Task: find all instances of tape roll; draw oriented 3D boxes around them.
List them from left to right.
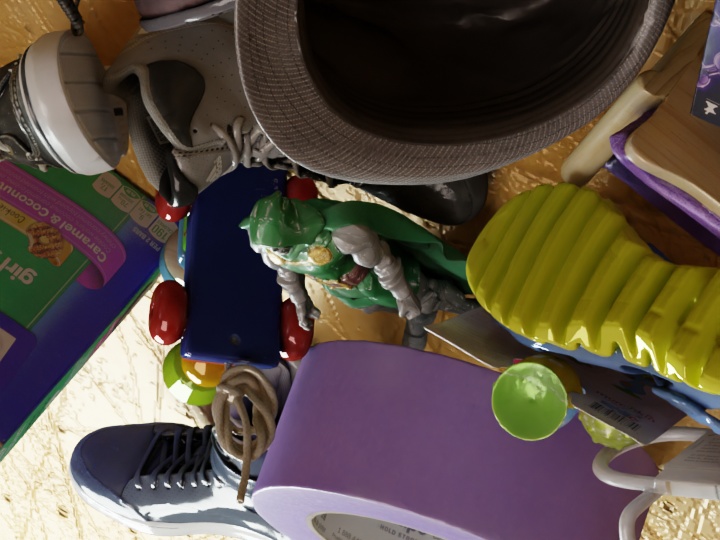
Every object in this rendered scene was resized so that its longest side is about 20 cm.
[{"bbox_3d":[0.050,0.115,1.450,0.200,0.085,0.200,18,163,6],"label":"tape roll"}]

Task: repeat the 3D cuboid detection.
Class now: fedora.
[{"bbox_3d":[0.034,-0.132,1.199,0.090,0.200,0.177,-116,12,-57],"label":"fedora"}]

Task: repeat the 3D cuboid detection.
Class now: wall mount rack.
[{"bbox_3d":[0.218,0.110,1.315,0.200,0.174,0.075,3,112,38],"label":"wall mount rack"}]

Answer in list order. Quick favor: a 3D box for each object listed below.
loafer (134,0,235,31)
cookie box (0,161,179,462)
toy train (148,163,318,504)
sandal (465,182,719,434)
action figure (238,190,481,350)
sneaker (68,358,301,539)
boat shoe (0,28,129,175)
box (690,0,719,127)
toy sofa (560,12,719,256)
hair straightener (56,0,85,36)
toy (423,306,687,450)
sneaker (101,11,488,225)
[{"bbox_3d":[-0.037,-0.168,1.309,0.200,0.072,0.063,-16,105,40],"label":"loafer"},{"bbox_3d":[-0.223,0.005,1.527,0.171,0.200,0.075,37,144,2],"label":"cookie box"},{"bbox_3d":[-0.078,0.044,1.466,0.085,0.200,0.116,7,156,-14],"label":"toy train"},{"bbox_3d":[0.129,0.025,1.235,0.200,0.080,0.087,29,167,42],"label":"sandal"},{"bbox_3d":[0.000,0.000,1.378,0.118,0.055,0.200,-4,162,30],"label":"action figure"},{"bbox_3d":[-0.088,0.098,1.603,0.202,0.077,0.146,10,147,19],"label":"sneaker"},{"bbox_3d":[-0.162,-0.077,1.414,0.200,0.071,0.072,60,-161,-86],"label":"boat shoe"},{"bbox_3d":[0.249,-0.093,1.134,0.200,0.079,0.141,25,144,17],"label":"box"},{"bbox_3d":[0.190,-0.011,1.251,0.200,0.098,0.083,38,144,-1],"label":"toy sofa"},{"bbox_3d":[-0.082,-0.185,1.303,0.041,0.077,0.200,51,124,21],"label":"hair straightener"},{"bbox_3d":[0.104,0.055,1.322,0.115,0.200,0.047,27,101,15],"label":"toy"},{"bbox_3d":[-0.043,-0.056,1.382,0.200,0.116,0.075,31,143,10],"label":"sneaker"}]
